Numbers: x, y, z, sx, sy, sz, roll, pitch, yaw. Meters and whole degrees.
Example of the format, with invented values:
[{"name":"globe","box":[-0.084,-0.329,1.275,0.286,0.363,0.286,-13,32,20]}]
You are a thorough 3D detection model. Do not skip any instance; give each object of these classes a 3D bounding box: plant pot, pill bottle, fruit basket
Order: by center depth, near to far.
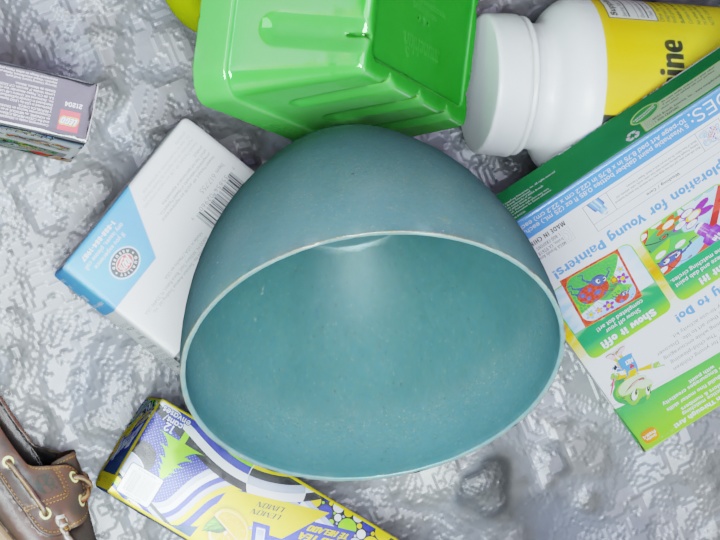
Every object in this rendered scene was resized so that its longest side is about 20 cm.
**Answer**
[{"name":"plant pot","box":[0.000,0.000,1.010,0.200,0.200,0.135,4,47,-13]},{"name":"fruit basket","box":[-0.051,-0.156,1.078,0.215,0.216,0.156,8,86,-13]},{"name":"pill bottle","box":[0.167,-0.108,1.147,0.200,0.112,0.113,2,87,-13]}]

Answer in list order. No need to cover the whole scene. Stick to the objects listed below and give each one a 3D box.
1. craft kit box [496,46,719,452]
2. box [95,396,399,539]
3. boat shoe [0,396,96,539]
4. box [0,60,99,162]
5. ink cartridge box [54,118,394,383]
[{"name":"craft kit box","box":[0.203,-0.015,1.118,0.200,0.049,0.198,-33,118,7]},{"name":"box","box":[-0.053,0.151,1.105,0.200,0.070,0.064,33,80,-10]},{"name":"boat shoe","box":[-0.191,0.126,1.072,0.070,0.070,0.200,-43,97,-8]},{"name":"box","box":[-0.251,-0.103,1.048,0.200,0.110,0.035,12,85,-13]},{"name":"ink cartridge box","box":[-0.066,0.019,1.108,0.200,0.068,0.116,40,78,-8]}]
